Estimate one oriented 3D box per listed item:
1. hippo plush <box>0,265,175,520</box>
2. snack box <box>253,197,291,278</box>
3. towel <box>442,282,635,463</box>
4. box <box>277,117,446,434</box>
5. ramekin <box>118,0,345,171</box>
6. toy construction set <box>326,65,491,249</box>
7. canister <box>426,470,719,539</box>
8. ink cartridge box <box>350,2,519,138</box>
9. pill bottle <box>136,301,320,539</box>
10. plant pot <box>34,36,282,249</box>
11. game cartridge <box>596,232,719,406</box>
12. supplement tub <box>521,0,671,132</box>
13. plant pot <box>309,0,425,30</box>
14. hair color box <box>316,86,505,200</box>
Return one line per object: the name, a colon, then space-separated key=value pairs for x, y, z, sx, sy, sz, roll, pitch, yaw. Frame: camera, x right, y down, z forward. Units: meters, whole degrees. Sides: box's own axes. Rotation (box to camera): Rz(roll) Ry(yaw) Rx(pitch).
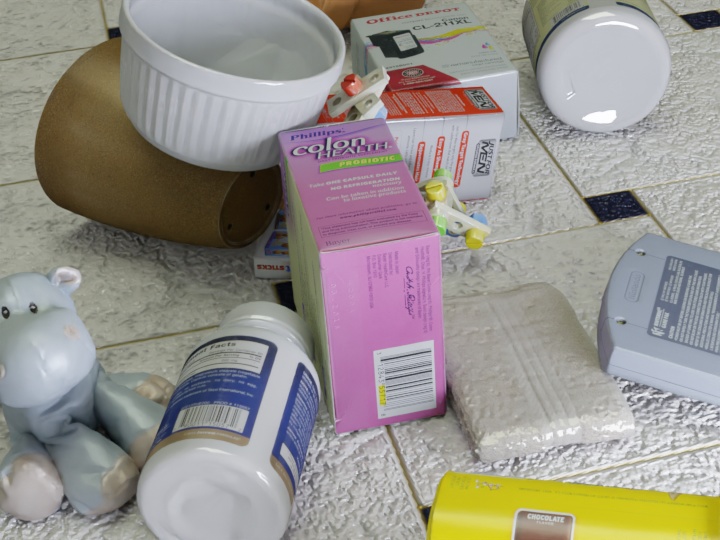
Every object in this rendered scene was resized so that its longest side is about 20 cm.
hippo plush: x=-0.224 y=0.074 z=1.060 sx=0.159 sy=0.161 sz=0.200 roll=-13 pitch=35 yaw=-13
snack box: x=-0.051 y=-0.057 z=1.360 sx=0.072 sy=0.024 sz=0.200 roll=3 pitch=34 yaw=8
towel: x=0.130 y=0.081 z=1.129 sx=0.132 sy=0.035 sz=0.200 roll=-10 pitch=35 yaw=-7
box: x=0.000 y=0.000 z=1.134 sx=0.096 sy=0.177 sz=0.200 roll=-10 pitch=34 yaw=-8
ramekin: x=-0.121 y=-0.175 z=1.216 sx=0.199 sy=0.105 sz=0.200 roll=12 pitch=35 yaw=-9
toy construction set: x=0.021 y=-0.086 z=1.263 sx=0.131 sy=0.200 sz=0.092 roll=-17 pitch=30 yaw=33
canister: x=0.147 y=0.199 z=0.851 sx=0.199 sy=0.149 sz=0.087 roll=3 pitch=34 yaw=15
ink cartridge box: x=0.079 y=-0.219 z=1.537 sx=0.145 sy=0.083 sz=0.200 roll=-11 pitch=35 yaw=-9
pill bottle: x=-0.091 y=0.113 z=1.032 sx=0.110 sy=0.111 sz=0.200 roll=2 pitch=34 yaw=9
plant pot: x=-0.177 y=-0.105 z=1.321 sx=0.200 sy=0.187 sz=0.186 roll=27 pitch=44 yaw=28
game cartridge: x=0.269 y=0.038 z=1.147 sx=0.133 sy=0.042 sz=0.200 roll=13 pitch=33 yaw=14
supplement tub: x=0.257 y=-0.259 z=1.522 sx=0.144 sy=0.145 sz=0.200 roll=-3 pitch=34 yaw=1
plant pot: x=0.007 y=-0.395 z=1.727 sx=0.139 sy=0.201 sz=0.200 roll=4 pitch=31 yaw=-17
hair color box: x=0.034 y=-0.120 z=1.350 sx=0.199 sy=0.102 sz=0.061 roll=-5 pitch=35 yaw=-19
